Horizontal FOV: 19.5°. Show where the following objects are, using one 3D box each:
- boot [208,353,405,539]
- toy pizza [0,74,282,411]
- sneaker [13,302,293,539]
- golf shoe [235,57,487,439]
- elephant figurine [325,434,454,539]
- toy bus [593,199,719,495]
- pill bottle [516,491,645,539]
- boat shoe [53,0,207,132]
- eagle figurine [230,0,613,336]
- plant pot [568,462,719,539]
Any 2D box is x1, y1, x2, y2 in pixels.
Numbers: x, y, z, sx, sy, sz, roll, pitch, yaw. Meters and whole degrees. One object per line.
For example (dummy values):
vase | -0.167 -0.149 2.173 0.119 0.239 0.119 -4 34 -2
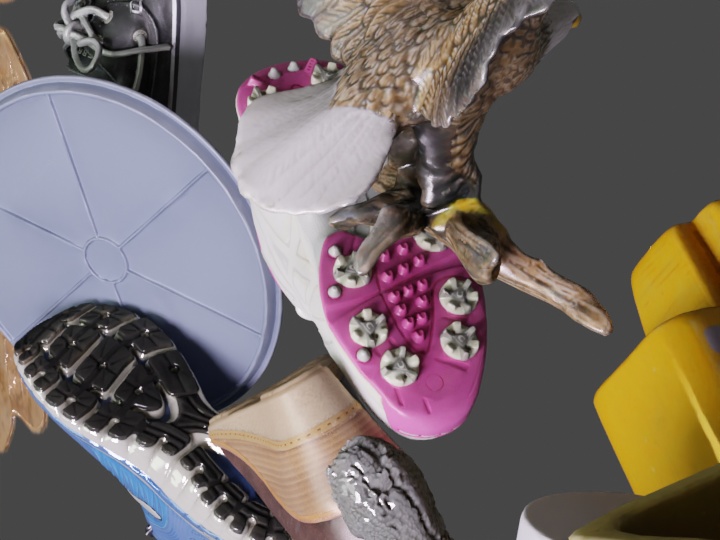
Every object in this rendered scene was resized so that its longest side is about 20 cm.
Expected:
boot | 0.000 0.124 0.940 0.167 0.072 0.200 62 173 0
toy pizza | -0.125 -0.012 1.091 0.199 0.032 0.202 14 125 21
sneaker | -0.103 0.097 1.070 0.200 0.078 0.089 39 143 20
golf shoe | 0.000 0.000 0.930 0.092 0.075 0.201 102 151 -51
elephant figurine | 0.079 0.166 0.745 0.142 0.154 0.202 -116 20 -65
toy bus | 0.139 0.075 0.687 0.065 0.078 0.201 -55 51 49
pill bottle | 0.075 0.174 0.620 0.113 0.112 0.202 22 107 56
boat shoe | -0.127 -0.118 1.107 0.074 0.068 0.201 35 126 52
eagle figurine | 0.046 -0.102 0.752 0.151 0.151 0.201 -75 -1 -65
plant pot | 0.201 0.130 0.498 0.195 0.193 0.202 -8 98 60
